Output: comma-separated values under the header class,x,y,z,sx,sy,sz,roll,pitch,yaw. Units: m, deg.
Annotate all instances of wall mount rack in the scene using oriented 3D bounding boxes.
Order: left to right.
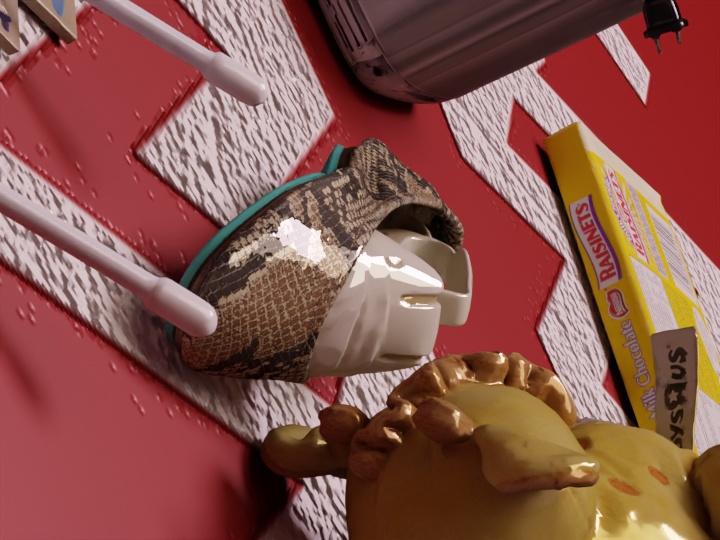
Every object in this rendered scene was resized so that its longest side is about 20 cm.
class,x,y,z,sx,sy,sz,roll,pitch,yaw
wall mount rack,-0.092,-0.080,0.788,0.200,0.075,0.174,-79,155,-52

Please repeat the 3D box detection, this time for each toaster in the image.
class,x,y,z,sx,sy,sz,roll,pitch,yaw
toaster,0.043,-0.155,1.164,0.200,0.129,0.114,66,20,10

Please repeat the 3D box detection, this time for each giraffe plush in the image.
class,x,y,z,sx,sy,sz,roll,pitch,yaw
giraffe plush,0.063,0.093,0.882,0.162,0.173,0.200,19,48,-44

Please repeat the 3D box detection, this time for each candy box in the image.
class,x,y,z,sx,sy,sz,roll,pitch,yaw
candy box,0.144,0.033,1.343,0.102,0.026,0.200,32,36,-53

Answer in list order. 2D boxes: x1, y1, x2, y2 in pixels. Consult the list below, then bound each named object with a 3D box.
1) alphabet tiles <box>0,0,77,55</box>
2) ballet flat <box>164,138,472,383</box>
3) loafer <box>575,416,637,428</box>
class,x,y,z,sx,sy,sz,roll,pitch,yaw
alphabet tiles,-0.141,-0.164,0.880,0.166,0.006,0.200,45,26,-42
ballet flat,0.000,0.000,0.923,0.075,0.068,0.200,27,16,7
loafer,0.105,0.105,1.103,0.063,0.072,0.200,57,5,38
